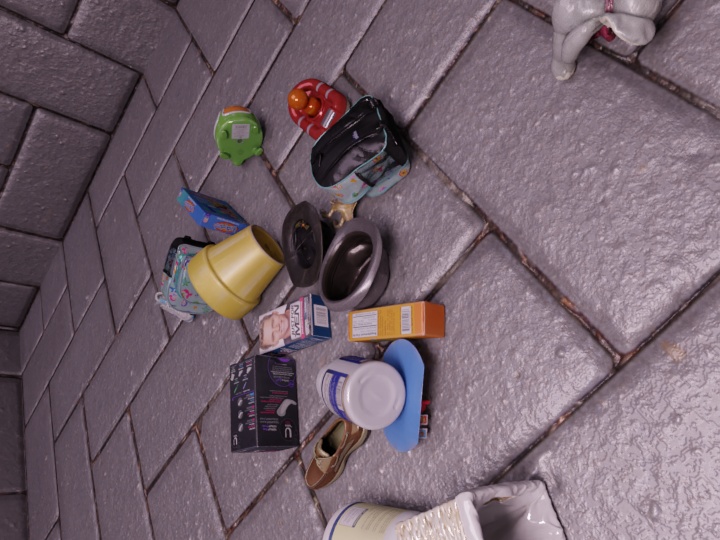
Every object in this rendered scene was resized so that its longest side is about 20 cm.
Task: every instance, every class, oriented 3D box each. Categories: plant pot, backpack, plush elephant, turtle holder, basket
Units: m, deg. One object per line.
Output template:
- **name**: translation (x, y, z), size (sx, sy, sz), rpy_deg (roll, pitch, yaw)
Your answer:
- **plant pot**: translation (-0.301, -0.008, 1.407), size (0.189, 0.201, 0.201), rpy_deg (-38, 52, 12)
- **backpack**: translation (-0.004, -0.243, 1.178), size (0.199, 0.153, 0.177), rpy_deg (-30, 57, 19)
- **plush elephant**: translation (0.381, -0.393, 0.832), size (0.154, 0.200, 0.166), rpy_deg (26, 90, 28)
- **turtle holder**: translation (-0.355, -0.398, 1.622), size (0.140, 0.186, 0.132), rpy_deg (-24, 57, 2)
- **basket**: translation (0.182, 0.418, 0.764), size (0.161, 0.197, 0.201), rpy_deg (-41, 53, 35)
- **backpack**: translation (-0.467, 0.025, 1.569), size (0.150, 0.177, 0.201), rpy_deg (38, 110, 50)

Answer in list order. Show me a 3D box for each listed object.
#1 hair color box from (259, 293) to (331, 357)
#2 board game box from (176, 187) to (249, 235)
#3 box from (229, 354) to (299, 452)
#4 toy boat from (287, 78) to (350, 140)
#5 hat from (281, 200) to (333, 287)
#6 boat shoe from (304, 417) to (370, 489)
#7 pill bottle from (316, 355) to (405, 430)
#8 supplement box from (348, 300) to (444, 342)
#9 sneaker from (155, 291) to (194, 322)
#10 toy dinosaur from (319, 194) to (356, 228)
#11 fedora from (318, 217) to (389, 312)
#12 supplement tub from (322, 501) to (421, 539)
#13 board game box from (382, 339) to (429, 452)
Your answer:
- **hair color box**: translation (-0.158, 0.133, 1.298), size (0.199, 0.060, 0.101), rpy_deg (-25, 61, 40)
- **board game box**: translation (-0.427, -0.167, 1.599), size (0.200, 0.152, 0.045), rpy_deg (40, 108, 45)
- **box**: translation (-0.221, 0.308, 1.266), size (0.106, 0.122, 0.201), rpy_deg (-25, 61, 38)
- **toy boat**: translation (-0.126, -0.411, 1.373), size (0.200, 0.130, 0.131), rpy_deg (46, 111, 43)
- **hat**: translation (-0.109, -0.058, 1.282), size (0.200, 0.080, 0.202), rpy_deg (-3, 86, 53)
- **boat shoe**: translation (-0.062, 0.362, 1.120), size (0.201, 0.074, 0.076), rpy_deg (-57, 45, 18)
- **pill bottle**: translation (-0.010, 0.224, 1.049), size (0.200, 0.119, 0.121), rpy_deg (172, 109, -66)
- **supplement box**: translation (0.065, 0.103, 1.071), size (0.199, 0.066, 0.069), rpy_deg (-9, 75, 45)
- **sneaker**: translation (-0.585, 0.109, 1.732), size (0.199, 0.086, 0.076), rpy_deg (14, 87, 46)
- **toy dinosaur**: translation (-0.038, -0.140, 1.256), size (0.101, 0.058, 0.201), rpy_deg (-28, 59, 36)
- **fedora**: translation (0.000, 0.000, 1.145), size (0.176, 0.090, 0.201), rpy_deg (3, 71, 49)
- **supplement tub**: translation (0.048, 0.472, 0.921), size (0.199, 0.144, 0.146), rpy_deg (-14, 69, 43)
- **board game box**: translation (0.089, 0.229, 1.022), size (0.158, 0.039, 0.202), rpy_deg (-177, 92, -67)
